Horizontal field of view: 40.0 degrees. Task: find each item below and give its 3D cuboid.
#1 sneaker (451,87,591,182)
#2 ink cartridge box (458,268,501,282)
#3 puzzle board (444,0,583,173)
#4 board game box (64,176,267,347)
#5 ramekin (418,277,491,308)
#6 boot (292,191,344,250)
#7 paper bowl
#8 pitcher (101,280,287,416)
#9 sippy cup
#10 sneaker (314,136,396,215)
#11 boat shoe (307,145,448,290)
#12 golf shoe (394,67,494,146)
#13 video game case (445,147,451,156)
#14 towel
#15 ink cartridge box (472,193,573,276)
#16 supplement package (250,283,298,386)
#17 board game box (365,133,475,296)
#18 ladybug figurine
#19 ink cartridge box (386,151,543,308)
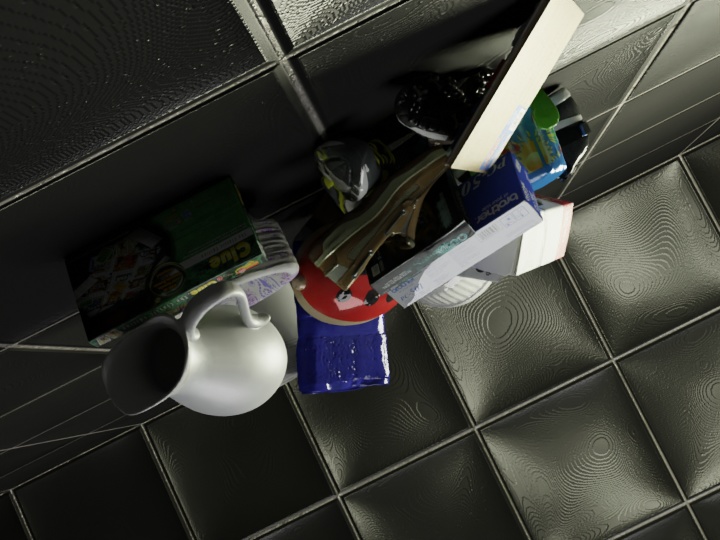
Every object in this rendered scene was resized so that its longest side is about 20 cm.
[{"bbox_3d":[0.235,-0.156,1.381,0.200,0.112,0.073,-35,-177,1],"label":"sneaker"},{"bbox_3d":[0.132,-0.019,1.381,0.199,0.039,0.099,8,-168,1],"label":"ink cartridge box"},{"bbox_3d":[0.159,-0.191,1.017,0.200,0.017,0.151,-59,164,14],"label":"puzzle board"},{"bbox_3d":[-0.203,-0.010,1.024,0.199,0.105,0.023,-26,150,3],"label":"board game box"},{"bbox_3d":[0.125,-0.041,1.633,0.200,0.201,0.105,-29,163,19],"label":"ramekin"},{"bbox_3d":[-0.012,-0.093,1.354,0.200,0.075,0.097,-38,-170,34],"label":"boot"},{"bbox_3d":[-0.181,-0.003,1.149,0.200,0.105,0.201,-26,173,-3],"label":"paper bowl"},{"bbox_3d":[-0.149,0.079,1.048,0.172,0.121,0.200,-43,157,19],"label":"pitcher"},{"bbox_3d":[0.186,-0.160,1.228,0.139,0.131,0.178,-29,172,14],"label":"sippy cup"},{"bbox_3d":[-0.001,-0.124,1.128,0.085,0.075,0.200,-41,178,-8],"label":"sneaker"},{"bbox_3d":[0.036,-0.055,1.108,0.200,0.076,0.072,-42,176,-10],"label":"boat shoe"},{"bbox_3d":[0.086,-0.163,1.069,0.094,0.078,0.200,-31,170,37],"label":"golf shoe"},{"bbox_3d":[0.076,-0.111,1.403,0.182,0.024,0.200,-44,-179,-26],"label":"video game case"},{"bbox_3d":[-0.030,0.059,1.301,0.147,0.201,0.049,0,177,-41],"label":"towel"},{"bbox_3d":[0.181,-0.060,1.318,0.146,0.083,0.200,15,-165,26],"label":"ink cartridge box"},{"bbox_3d":[-0.160,0.066,1.328,0.121,0.201,0.120,-31,171,36],"label":"supplement package"},{"bbox_3d":[0.055,-0.076,1.183,0.135,0.200,0.028,-34,129,18],"label":"board game box"},{"bbox_3d":[0.000,0.000,1.250,0.200,0.136,0.072,-17,-173,-41],"label":"ladybug figurine"},{"bbox_3d":[0.112,-0.047,1.160,0.200,0.094,0.044,-33,127,22],"label":"ink cartridge box"}]
